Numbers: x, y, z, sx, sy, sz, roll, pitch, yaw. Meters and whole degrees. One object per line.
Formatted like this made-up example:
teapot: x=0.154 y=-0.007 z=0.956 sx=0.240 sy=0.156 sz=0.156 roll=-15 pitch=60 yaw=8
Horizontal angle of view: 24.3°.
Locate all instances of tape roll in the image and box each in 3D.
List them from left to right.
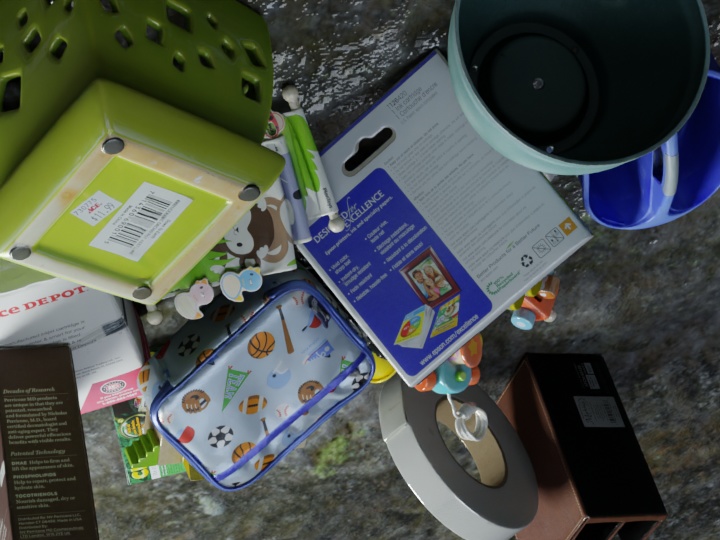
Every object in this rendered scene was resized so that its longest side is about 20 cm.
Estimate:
tape roll: x=0.099 y=0.180 z=1.679 sx=0.037 sy=0.204 sz=0.202 roll=-39 pitch=139 yaw=27

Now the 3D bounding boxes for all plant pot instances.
plant pot: x=-0.179 y=-0.098 z=1.223 sx=0.198 sy=0.183 sz=0.200 roll=21 pitch=128 yaw=-40
plant pot: x=0.153 y=-0.161 z=1.299 sx=0.198 sy=0.203 sz=0.134 roll=-8 pitch=170 yaw=-13

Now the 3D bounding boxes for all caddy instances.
caddy: x=0.251 y=-0.117 z=1.442 sx=0.140 sy=0.106 sz=0.201 roll=-16 pitch=143 yaw=-4

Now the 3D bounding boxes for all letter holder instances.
letter holder: x=0.219 y=0.212 z=1.769 sx=0.100 sy=0.201 sz=0.143 roll=2 pitch=140 yaw=-25

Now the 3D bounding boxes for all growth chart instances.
growth chart: x=-0.112 y=-0.047 z=1.384 sx=0.198 sy=0.018 sz=0.146 roll=-24 pitch=99 yaw=10

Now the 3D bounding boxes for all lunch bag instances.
lunch bag: x=-0.086 y=0.093 z=1.485 sx=0.199 sy=0.076 sz=0.161 roll=-39 pitch=125 yaw=0

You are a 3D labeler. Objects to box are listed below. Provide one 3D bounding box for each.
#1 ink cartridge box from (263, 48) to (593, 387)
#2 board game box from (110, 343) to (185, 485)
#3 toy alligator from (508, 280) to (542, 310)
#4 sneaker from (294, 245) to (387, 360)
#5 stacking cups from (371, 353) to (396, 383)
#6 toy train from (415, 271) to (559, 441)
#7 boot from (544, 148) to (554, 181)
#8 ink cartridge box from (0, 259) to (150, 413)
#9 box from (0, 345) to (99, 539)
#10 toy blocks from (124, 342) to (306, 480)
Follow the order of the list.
ink cartridge box: x=0.056 y=-0.043 z=1.392 sx=0.197 sy=0.201 sz=0.047 roll=-40 pitch=173 yaw=9
board game box: x=-0.193 y=0.141 z=1.653 sx=0.104 sy=0.024 sz=0.201 roll=-14 pitch=142 yaw=-11
toy alligator: x=0.134 y=-0.009 z=1.494 sx=0.059 sy=0.200 sz=0.055 roll=9 pitch=111 yaw=26
sneaker: x=0.000 y=0.000 z=1.527 sx=0.073 sy=0.080 sz=0.200 roll=2 pitch=144 yaw=41
stacking cups: x=-0.041 y=0.042 z=1.574 sx=0.060 sy=0.061 sz=0.199 roll=-36 pitch=135 yaw=23
toy train: x=0.126 y=0.051 z=1.559 sx=0.150 sy=0.201 sz=0.055 roll=42 pitch=149 yaw=-26
boot: x=0.089 y=-0.049 z=1.469 sx=0.198 sy=0.096 sz=0.074 roll=-13 pitch=144 yaw=-7
ink cartridge box: x=-0.273 y=0.042 z=1.441 sx=0.143 sy=0.085 sz=0.201 roll=-17 pitch=144 yaw=-2
box: x=-0.264 y=0.171 z=1.371 sx=0.074 sy=0.201 sz=0.101 roll=0 pitch=141 yaw=-19
toy blocks: x=-0.118 y=0.107 z=1.566 sx=0.198 sy=0.100 sz=0.138 roll=-4 pitch=127 yaw=-24
